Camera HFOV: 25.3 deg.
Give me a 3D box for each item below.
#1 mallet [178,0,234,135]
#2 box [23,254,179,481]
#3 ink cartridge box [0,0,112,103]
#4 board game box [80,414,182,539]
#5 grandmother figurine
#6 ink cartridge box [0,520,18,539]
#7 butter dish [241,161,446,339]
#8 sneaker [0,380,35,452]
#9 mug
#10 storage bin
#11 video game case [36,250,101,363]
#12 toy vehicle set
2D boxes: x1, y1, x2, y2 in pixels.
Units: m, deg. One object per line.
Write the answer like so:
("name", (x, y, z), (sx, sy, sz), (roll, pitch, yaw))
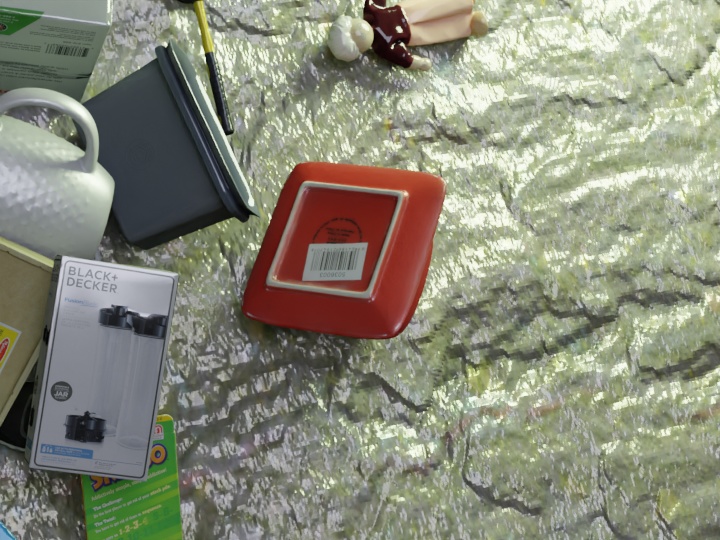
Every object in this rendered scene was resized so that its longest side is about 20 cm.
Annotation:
("mallet", (-0.168, -0.253, 1.790), (0.041, 0.066, 0.201), (-12, 79, -21))
("box", (-0.246, 0.091, 1.519), (0.116, 0.060, 0.201), (10, 88, -15))
("ink cartridge box", (-0.344, -0.251, 1.654), (0.146, 0.200, 0.084), (5, 69, -19))
("board game box", (-0.226, 0.240, 1.589), (0.095, 0.030, 0.201), (-6, 107, -15))
("grandmother figurine", (0.047, -0.291, 1.885), (0.199, 0.061, 0.122), (-19, 73, -26))
("ink cartridge box", (-0.437, 0.248, 1.498), (0.147, 0.145, 0.200), (-42, 91, -24))
("butter dish", (0.000, 0.000, 1.739), (0.199, 0.148, 0.200), (7, 65, 27))
("sneaker", (-0.285, 0.149, 1.614), (0.199, 0.088, 0.076), (15, 70, -15))
("mug", (-0.332, -0.093, 1.591), (0.174, 0.201, 0.148), (17, 33, -16))
("storage bin", (-0.210, -0.122, 1.709), (0.134, 0.146, 0.201), (-25, 83, 3))
("video game case", (-0.360, 0.000, 1.669), (0.181, 0.022, 0.201), (-9, 77, -22))
("toy vehicle set", (-0.373, 0.065, 1.549), (0.124, 0.027, 0.201), (27, 98, -20))
